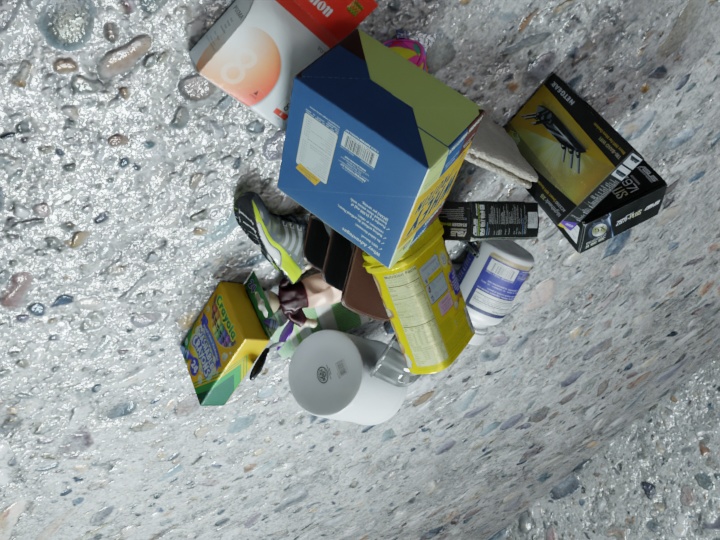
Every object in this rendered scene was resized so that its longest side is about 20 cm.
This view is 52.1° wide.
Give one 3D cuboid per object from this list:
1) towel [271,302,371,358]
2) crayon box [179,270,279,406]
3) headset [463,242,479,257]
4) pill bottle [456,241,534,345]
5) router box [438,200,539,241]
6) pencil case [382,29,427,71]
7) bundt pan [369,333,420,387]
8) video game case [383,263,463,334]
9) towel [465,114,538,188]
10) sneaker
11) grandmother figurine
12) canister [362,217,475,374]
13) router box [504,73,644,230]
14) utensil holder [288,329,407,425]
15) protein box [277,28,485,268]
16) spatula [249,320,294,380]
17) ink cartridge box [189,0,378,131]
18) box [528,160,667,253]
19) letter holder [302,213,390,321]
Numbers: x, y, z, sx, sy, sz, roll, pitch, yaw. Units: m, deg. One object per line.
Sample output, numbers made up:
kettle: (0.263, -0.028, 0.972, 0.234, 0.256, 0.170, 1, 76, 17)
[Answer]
towel: (-0.075, 0.085, 1.378, 0.199, 0.023, 0.153, -24, 144, -8)
crayon box: (-0.220, 0.111, 1.208, 0.051, 0.126, 0.200, 9, 129, -42)
headset: (0.128, -0.005, 1.330, 0.200, 0.094, 0.124, -42, 177, -25)
pill bottle: (0.240, 0.037, 1.428, 0.119, 0.120, 0.201, 8, 116, -42)
router box: (0.168, -0.082, 1.210, 0.149, 0.200, 0.063, -4, 96, -35)
pencil case: (0.060, -0.232, 1.034, 0.088, 0.089, 0.200, -26, 143, -7)
bundt pan: (0.100, 0.120, 1.281, 0.202, 0.076, 0.202, -55, 173, -10)
video game case: (0.164, 0.056, 1.519, 0.199, 0.023, 0.183, -5, 137, -34)
towel: (0.189, -0.199, 1.124, 0.199, 0.133, 0.034, 12, 131, -46)
sneaker: (-0.126, -0.063, 1.127, 0.081, 0.074, 0.200, -46, 147, -11)
grandmother figurine: (-0.098, 0.043, 1.270, 0.199, 0.061, 0.122, -13, 99, -18)
canister: (0.093, 0.037, 1.113, 0.086, 0.201, 0.148, -9, -160, 37)
router box: (0.322, -0.190, 1.176, 0.052, 0.200, 0.157, 12, 127, -48)
utensil holder: (-0.023, 0.206, 1.409, 0.170, 0.170, 0.200, -40, 153, 13)
protein box: (0.017, -0.152, 0.942, 0.135, 0.198, 0.200, -47, 166, -33)
spatula: (-0.148, 0.132, 1.237, 0.057, 0.021, 0.200, -52, -179, 25)
ink cartridge box: (-0.082, -0.280, 0.894, 0.200, 0.050, 0.162, -40, 145, 18)
box: (0.392, -0.154, 1.271, 0.163, 0.201, 0.086, -25, 146, -8)
letter holder: (0.000, 0.000, 1.181, 0.200, 0.100, 0.143, 19, 82, -57)
